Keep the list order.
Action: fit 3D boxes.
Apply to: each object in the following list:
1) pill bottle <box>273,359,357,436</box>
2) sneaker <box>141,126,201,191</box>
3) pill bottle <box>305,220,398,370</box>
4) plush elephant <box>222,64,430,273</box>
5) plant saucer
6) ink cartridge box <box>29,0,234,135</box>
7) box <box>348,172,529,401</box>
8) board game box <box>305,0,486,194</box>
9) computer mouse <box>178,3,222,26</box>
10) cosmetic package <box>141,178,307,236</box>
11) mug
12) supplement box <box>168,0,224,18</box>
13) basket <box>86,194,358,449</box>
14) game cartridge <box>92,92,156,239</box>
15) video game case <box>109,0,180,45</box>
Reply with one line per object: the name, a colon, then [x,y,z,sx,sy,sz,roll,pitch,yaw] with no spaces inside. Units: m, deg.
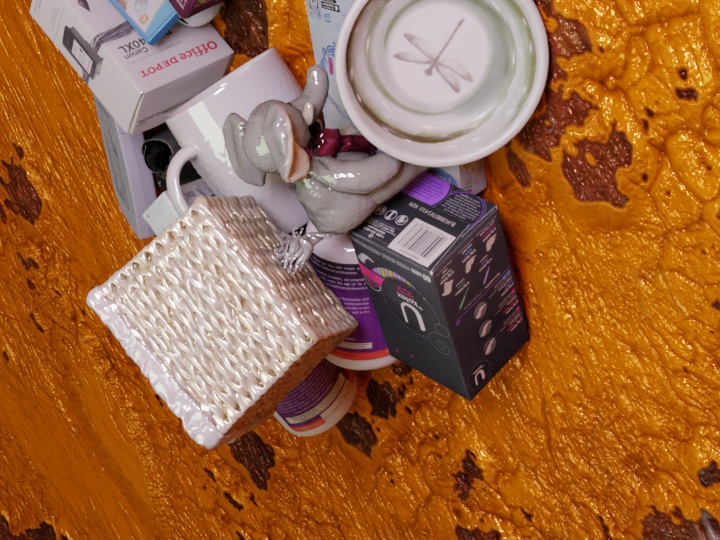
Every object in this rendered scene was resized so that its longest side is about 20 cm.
pill bottle: [-0.097,0.098,1.870,0.111,0.112,0.200,13,150,46]
sneaker: [-0.235,-0.138,1.925,0.075,0.106,0.200,54,146,6]
pill bottle: [0.000,0.000,1.689,0.112,0.112,0.202,27,135,38]
plush elephant: [-0.048,-0.120,1.528,0.164,0.200,0.155,11,142,56]
plant saucer: [0.074,-0.198,1.459,0.050,0.198,0.202,-97,-8,-66]
ink cartridge box: [-0.263,-0.274,1.819,0.200,0.145,0.084,50,143,13]
box: [0.082,0.015,1.600,0.122,0.106,0.201,28,151,38]
board game box: [0.035,-0.189,1.596,0.199,0.043,0.201,23,132,41]
computer mouse: [-0.233,-0.358,1.772,0.200,0.110,0.044,42,-178,12]
cosmetic package: [-0.134,-0.039,1.788,0.052,0.200,0.151,-40,83,35]
mug: [-0.125,-0.117,1.720,0.176,0.200,0.147,57,151,-11]
supplement box: [-0.129,-0.366,1.592,0.104,0.130,0.200,54,145,8]
basket: [-0.131,0.047,1.578,0.161,0.198,0.200,-41,84,12]
game cartridge: [-0.301,-0.149,2.027,0.134,0.040,0.202,-124,23,-55]
video game case: [-0.245,-0.368,1.747,0.200,0.143,0.018,48,-173,17]
